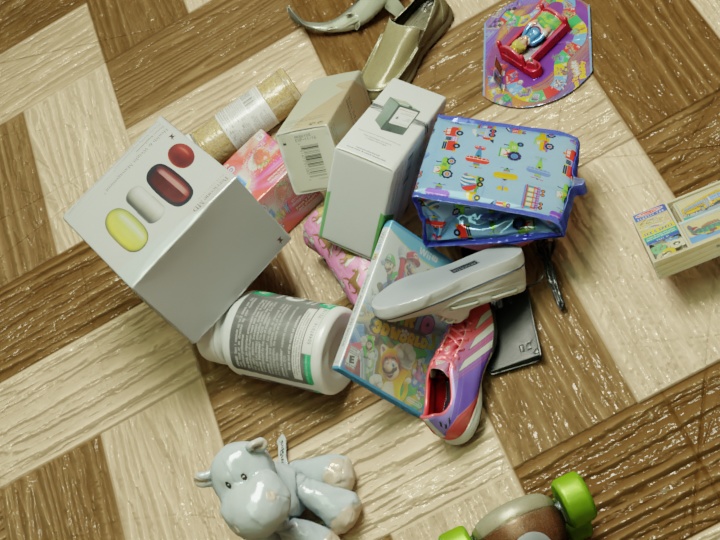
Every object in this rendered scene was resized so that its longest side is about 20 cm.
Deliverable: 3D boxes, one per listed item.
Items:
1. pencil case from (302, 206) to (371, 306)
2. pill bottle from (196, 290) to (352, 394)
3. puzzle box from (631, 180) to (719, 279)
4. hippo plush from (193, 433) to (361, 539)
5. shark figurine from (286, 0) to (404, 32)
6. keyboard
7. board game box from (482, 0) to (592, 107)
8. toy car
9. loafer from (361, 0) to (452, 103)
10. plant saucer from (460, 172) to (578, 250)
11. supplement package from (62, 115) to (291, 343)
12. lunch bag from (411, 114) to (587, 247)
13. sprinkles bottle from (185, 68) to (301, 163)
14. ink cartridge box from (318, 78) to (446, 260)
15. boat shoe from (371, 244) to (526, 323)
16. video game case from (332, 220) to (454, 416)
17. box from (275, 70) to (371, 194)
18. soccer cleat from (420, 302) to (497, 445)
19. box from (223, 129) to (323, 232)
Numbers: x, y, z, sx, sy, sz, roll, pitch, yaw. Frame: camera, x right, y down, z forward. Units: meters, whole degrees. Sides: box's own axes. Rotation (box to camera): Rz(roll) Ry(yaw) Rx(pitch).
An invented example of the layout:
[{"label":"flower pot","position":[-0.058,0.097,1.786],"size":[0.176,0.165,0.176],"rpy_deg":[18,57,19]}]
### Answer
[{"label":"pencil case","position":[0.000,0.000,1.584],"size":[0.083,0.086,0.200],"rpy_deg":[-58,49,26]},{"label":"pill bottle","position":[-0.108,0.088,1.567],"size":[0.198,0.113,0.114],"rpy_deg":[10,65,28]},{"label":"puzzle box","position":[0.429,-0.066,1.431],"size":[0.198,0.026,0.133],"rpy_deg":[-23,24,11]},{"label":"hippo plush","position":[-0.097,0.252,1.434],"size":[0.158,0.161,0.201],"rpy_deg":[-29,54,6]},{"label":"shark figurine","position":[-0.007,-0.414,1.859],"size":[0.213,0.128,0.090],"rpy_deg":[-29,25,27]},{"label":"keyboard","position":[0.199,0.027,1.522],"size":[0.126,0.021,0.202],"rpy_deg":[-21,56,19]},{"label":"board game box","position":[0.243,-0.323,1.696],"size":[0.156,0.039,0.202],"rpy_deg":[-8,59,20]},{"label":"toy car","position":[0.198,0.345,1.265],"size":[0.163,0.158,0.201],"rpy_deg":[-24,65,-4]},{"label":"loafer","position":[0.058,-0.333,1.769],"size":[0.076,0.068,0.201],"rpy_deg":[25,73,33]},{"label":"plant saucer","position":[0.188,-0.098,1.565],"size":[0.199,0.051,0.202],"rpy_deg":[-16,45,16]},{"label":"supplement package","position":[-0.239,-0.055,1.563],"size":[0.191,0.147,0.200],"rpy_deg":[-47,48,-6]},{"label":"lunch bag","position":[0.180,-0.111,1.491],"size":[0.198,0.095,0.151],"rpy_deg":[2,49,20]},{"label":"sprinkles bottle","position":[-0.179,-0.220,1.809],"size":[0.199,0.068,0.068],"rpy_deg":[-35,53,1]},{"label":"ink cartridge box","position":[0.031,-0.135,1.563],"size":[0.083,0.147,0.200],"rpy_deg":[22,40,11]},{"label":"boat shoe","position":[0.112,0.032,1.458],"size":[0.198,0.066,0.074],"rpy_deg":[-18,23,-8]},{"label":"video game case","position":[0.054,0.060,1.493],"size":[0.018,0.143,0.202],"rpy_deg":[-8,56,54]},{"label":"box","position":[-0.044,-0.193,1.664],"size":[0.077,0.096,0.201],"rpy_deg":[-9,29,19]},{"label":"soccer cleat","position":[0.117,0.107,1.469],"size":[0.068,0.073,0.202],"rpy_deg":[-11,58,41]},{"label":"box","position":[-0.165,-0.084,1.705],"size":[0.200,0.095,0.103],"rpy_deg":[-44,53,-5]}]
